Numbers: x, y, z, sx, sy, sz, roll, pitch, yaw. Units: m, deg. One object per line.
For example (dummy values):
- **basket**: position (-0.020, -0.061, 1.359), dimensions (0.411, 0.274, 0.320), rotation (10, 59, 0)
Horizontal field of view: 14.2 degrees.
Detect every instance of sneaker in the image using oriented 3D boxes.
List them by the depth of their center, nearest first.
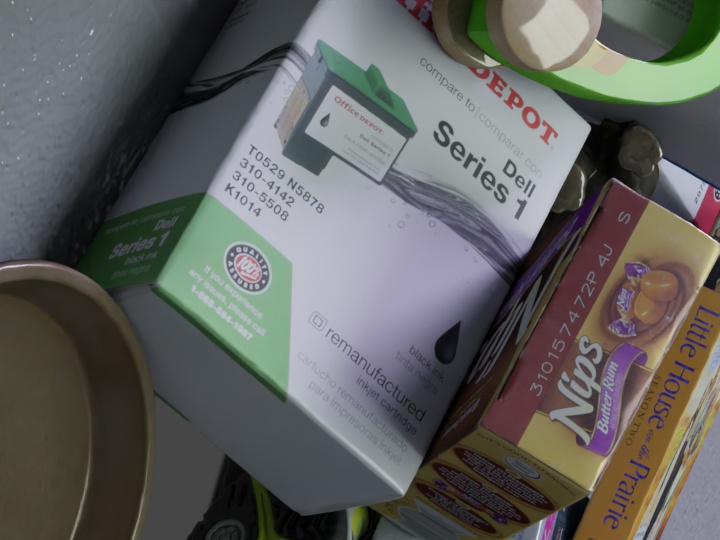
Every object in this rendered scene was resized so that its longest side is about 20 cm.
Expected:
- **sneaker**: position (-0.022, 0.118, 1.293), dimensions (0.200, 0.075, 0.077), rotation (-58, 144, -29)

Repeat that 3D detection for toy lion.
- **toy lion**: position (0.141, -0.163, 1.204), dimensions (0.191, 0.069, 0.201), rotation (14, 87, -26)

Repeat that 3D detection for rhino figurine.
- **rhino figurine**: position (0.099, 0.023, 1.344), dimensions (0.087, 0.060, 0.201), rotation (-78, 178, -79)

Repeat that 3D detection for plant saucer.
- **plant saucer**: position (-0.151, 0.091, 1.085), dimensions (0.200, 0.029, 0.201), rotation (-30, 128, -47)

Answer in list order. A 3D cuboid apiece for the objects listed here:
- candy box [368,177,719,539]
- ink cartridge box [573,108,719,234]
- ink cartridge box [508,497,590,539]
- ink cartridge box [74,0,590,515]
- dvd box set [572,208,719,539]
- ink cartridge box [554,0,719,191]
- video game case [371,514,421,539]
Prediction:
- **candy box**: position (0.071, 0.047, 1.188), dimensions (0.117, 0.056, 0.200), rotation (-60, -177, -17)
- **ink cartridge box**: position (0.144, -0.116, 1.490), dimensions (0.200, 0.083, 0.146), rotation (49, 59, -56)
- **ink cartridge box**: position (0.081, 0.163, 1.472), dimensions (0.200, 0.042, 0.120), rotation (49, 56, -77)
- **ink cartridge box**: position (-0.011, -0.024, 1.195), dimensions (0.146, 0.084, 0.200), rotation (41, 60, -23)
- **dvd box set**: position (0.168, 0.067, 1.509), dimensions (0.201, 0.029, 0.146), rotation (-66, 167, 2)
- **ink cartridge box**: position (0.178, -0.162, 1.323), dimensions (0.147, 0.145, 0.201), rotation (28, 78, -14)
- **video game case**: position (0.034, 0.137, 1.375), dimensions (0.200, 0.023, 0.182), rotation (89, 20, -52)
